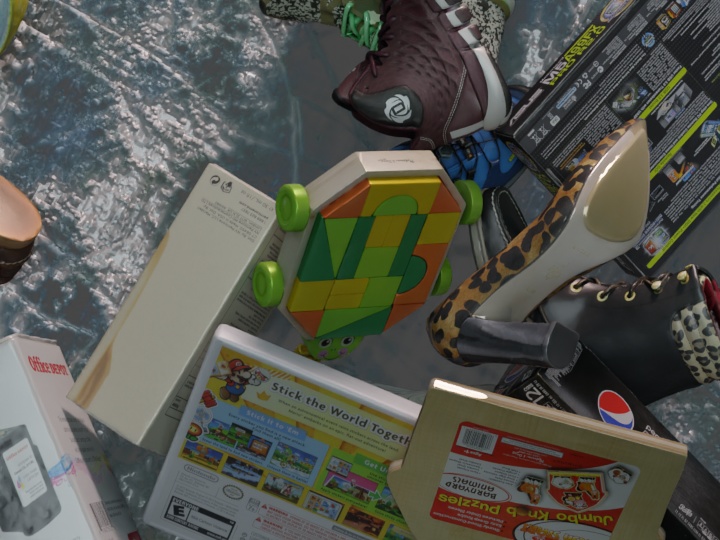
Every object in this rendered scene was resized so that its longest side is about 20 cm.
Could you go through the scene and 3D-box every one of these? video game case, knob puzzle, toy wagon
[{"bbox_3d":[-0.039,0.148,1.217,0.199,0.023,0.183,23,121,-3],"label":"video game case"},{"bbox_3d":[0.115,0.157,1.170,0.218,0.221,0.031,12,44,2],"label":"knob puzzle"},{"bbox_3d":[0.000,0.000,1.220,0.154,0.201,0.040,-3,41,-29],"label":"toy wagon"}]

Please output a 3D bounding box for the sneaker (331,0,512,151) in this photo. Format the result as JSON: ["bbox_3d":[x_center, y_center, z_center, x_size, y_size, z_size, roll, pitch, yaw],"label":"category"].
[{"bbox_3d":[0.019,-0.174,1.210,0.115,0.076,0.201,-27,88,1],"label":"sneaker"}]

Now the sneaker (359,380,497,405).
[{"bbox_3d":[0.032,0.114,1.246,0.198,0.087,0.075,-7,86,2],"label":"sneaker"}]

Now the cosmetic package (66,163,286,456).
[{"bbox_3d":[-0.122,0.033,1.245,0.071,0.105,0.201,30,84,17],"label":"cosmetic package"}]

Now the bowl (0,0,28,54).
[{"bbox_3d":[-0.318,-0.252,1.268,0.199,0.201,0.108,31,43,4],"label":"bowl"}]

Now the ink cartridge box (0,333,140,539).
[{"bbox_3d":[-0.230,0.156,1.218,0.082,0.146,0.201,-24,84,1],"label":"ink cartridge box"}]

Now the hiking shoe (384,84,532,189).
[{"bbox_3d":[0.060,-0.072,1.263,0.199,0.087,0.075,-36,85,-2],"label":"hiking shoe"}]

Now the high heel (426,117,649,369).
[{"bbox_3d":[0.121,-0.023,1.193,0.071,0.142,0.201,38,69,-32],"label":"high heel"}]

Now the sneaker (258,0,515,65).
[{"bbox_3d":[0.021,-0.187,1.271,0.198,0.077,0.089,3,65,2],"label":"sneaker"}]

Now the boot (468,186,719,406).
[{"bbox_3d":[0.177,0.013,1.230,0.153,0.073,0.205,-23,91,28],"label":"boot"}]

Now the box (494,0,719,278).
[{"bbox_3d":[0.222,-0.120,1.258,0.160,0.044,0.200,43,87,-19],"label":"box"}]

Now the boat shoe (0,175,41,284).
[{"bbox_3d":[-0.329,-0.070,1.280,0.200,0.070,0.070,46,46,7],"label":"boat shoe"}]

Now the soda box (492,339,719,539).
[{"bbox_3d":[0.181,0.139,1.192,0.200,0.071,0.063,46,42,-5],"label":"soda box"}]
